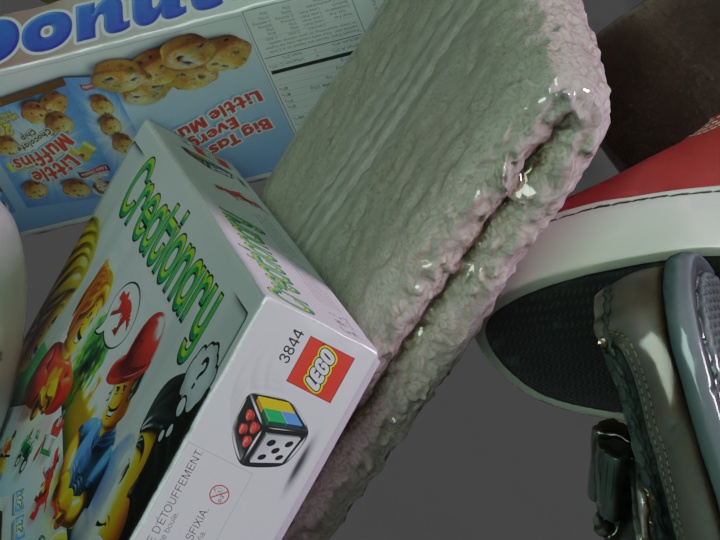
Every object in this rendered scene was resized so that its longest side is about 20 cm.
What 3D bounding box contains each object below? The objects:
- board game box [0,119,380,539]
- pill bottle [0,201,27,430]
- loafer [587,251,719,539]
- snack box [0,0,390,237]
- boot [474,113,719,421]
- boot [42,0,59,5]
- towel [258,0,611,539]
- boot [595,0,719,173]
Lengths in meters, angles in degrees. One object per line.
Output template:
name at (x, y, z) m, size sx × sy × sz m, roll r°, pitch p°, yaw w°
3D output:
board game box at (-0.058, 0.042, 0.749) m, size 0.034 × 0.200 × 0.127 m, roll 27°, pitch 97°, yaw -17°
pill bottle at (-0.198, 0.002, 0.791) m, size 0.199 × 0.110 × 0.110 m, roll 17°, pitch 79°, yaw 20°
loafer at (0.085, 0.090, 0.719) m, size 0.063 × 0.201 × 0.072 m, roll -14°, pitch 27°, yaw 17°
snack box at (-0.057, -0.051, 0.842) m, size 0.199 × 0.072 × 0.024 m, roll -13°, pitch 51°, yaw 10°
boot at (0.122, -0.045, 0.749) m, size 0.199 × 0.072 × 0.145 m, roll -15°, pitch 47°, yaw 23°
boot at (-0.068, -0.153, 0.789) m, size 0.174 × 0.200 × 0.066 m, roll 22°, pitch 56°, yaw -14°
towel at (0.000, 0.000, 0.764) m, size 0.034 × 0.133 × 0.200 m, roll 26°, pitch 116°, yaw -19°
boot at (0.167, -0.034, 0.782) m, size 0.199 × 0.072 × 0.167 m, roll -29°, pitch 71°, yaw 8°
